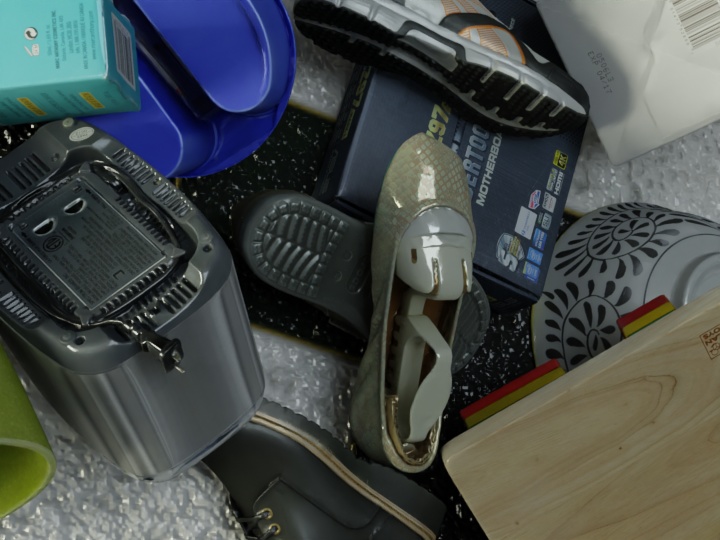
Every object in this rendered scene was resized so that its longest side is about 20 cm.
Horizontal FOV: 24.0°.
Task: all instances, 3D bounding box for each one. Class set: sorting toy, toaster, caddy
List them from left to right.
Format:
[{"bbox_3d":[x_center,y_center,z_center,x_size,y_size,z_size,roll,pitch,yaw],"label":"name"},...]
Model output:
[{"bbox_3d":[-0.127,0.022,0.891,0.114,0.200,0.129,-38,142,-18],"label":"toaster"},{"bbox_3d":[-0.126,-0.144,0.972,0.141,0.105,0.200,-37,98,8],"label":"caddy"},{"bbox_3d":[0.174,0.126,1.051,0.200,0.070,0.199,-30,115,2],"label":"sorting toy"}]

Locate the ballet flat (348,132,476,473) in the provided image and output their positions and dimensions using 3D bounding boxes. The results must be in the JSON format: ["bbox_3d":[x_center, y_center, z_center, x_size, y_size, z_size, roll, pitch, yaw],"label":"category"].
[{"bbox_3d":[0.039,0.022,0.982,0.067,0.062,0.201,-2,109,-30],"label":"ballet flat"}]

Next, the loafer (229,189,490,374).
[{"bbox_3d":[0.000,0.000,1.032,0.200,0.070,0.075,33,91,-35],"label":"loafer"}]

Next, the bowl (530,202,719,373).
[{"bbox_3d":[0.222,0.040,1.129,0.200,0.094,0.202,7,74,-26],"label":"bowl"}]

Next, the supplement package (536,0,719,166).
[{"bbox_3d":[0.229,-0.165,1.129,0.200,0.120,0.122,-29,93,-55],"label":"supplement package"}]

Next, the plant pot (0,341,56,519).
[{"bbox_3d":[-0.268,0.031,0.839,0.186,0.187,0.201,-9,68,-29],"label":"plant pot"}]

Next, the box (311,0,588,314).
[{"bbox_3d":[0.066,-0.093,1.103,0.157,0.051,0.201,26,66,-19],"label":"box"}]

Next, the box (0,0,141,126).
[{"bbox_3d":[-0.221,-0.104,0.882,0.199,0.082,0.049,-6,83,4],"label":"box"}]

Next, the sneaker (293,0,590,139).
[{"bbox_3d":[0.060,-0.149,1.044,0.199,0.074,0.080,27,65,-16],"label":"sneaker"}]

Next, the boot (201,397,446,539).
[{"bbox_3d":[-0.053,0.158,0.969,0.200,0.077,0.139,29,71,-18],"label":"boot"}]
